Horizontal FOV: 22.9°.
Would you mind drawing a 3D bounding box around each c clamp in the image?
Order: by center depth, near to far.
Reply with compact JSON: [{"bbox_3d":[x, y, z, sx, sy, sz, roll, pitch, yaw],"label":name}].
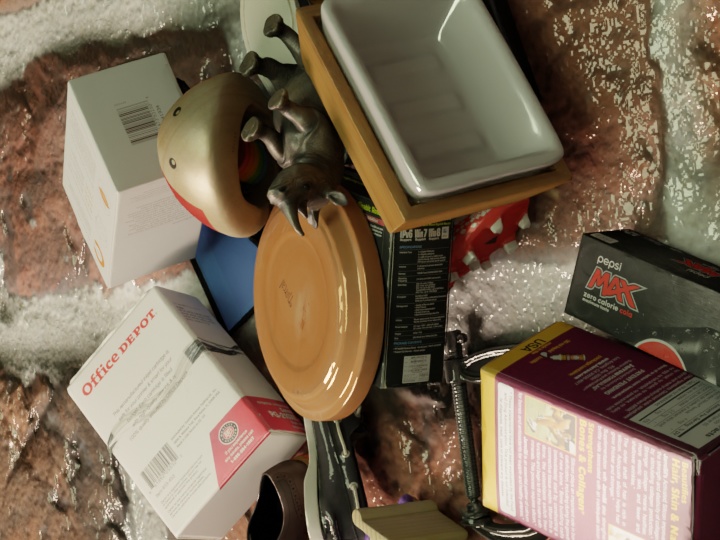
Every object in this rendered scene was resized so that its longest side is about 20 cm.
[{"bbox_3d":[0.109,0.142,1.504,0.170,0.027,0.201,-17,82,39],"label":"c clamp"}]

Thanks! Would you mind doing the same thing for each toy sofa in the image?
[{"bbox_3d":[0.025,0.300,1.545,0.097,0.082,0.201,29,117,55],"label":"toy sofa"}]

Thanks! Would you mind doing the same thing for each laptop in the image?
[{"bbox_3d":[-0.149,-0.055,1.693,0.103,0.200,0.178,-29,70,5],"label":"laptop"}]

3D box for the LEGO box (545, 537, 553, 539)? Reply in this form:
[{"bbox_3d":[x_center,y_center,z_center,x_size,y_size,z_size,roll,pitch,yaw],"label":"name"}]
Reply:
[{"bbox_3d":[0.158,0.314,1.429,0.200,0.077,0.149,-46,62,38],"label":"LEGO box"}]

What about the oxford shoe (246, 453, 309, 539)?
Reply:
[{"bbox_3d":[-0.082,0.271,1.679,0.071,0.072,0.201,20,108,43],"label":"oxford shoe"}]

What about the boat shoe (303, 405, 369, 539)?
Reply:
[{"bbox_3d":[-0.021,0.151,1.613,0.060,0.074,0.201,-6,69,6],"label":"boat shoe"}]

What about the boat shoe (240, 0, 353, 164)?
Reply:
[{"bbox_3d":[-0.045,-0.182,1.545,0.075,0.062,0.201,-40,66,41],"label":"boat shoe"}]

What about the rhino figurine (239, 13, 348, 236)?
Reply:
[{"bbox_3d":[-0.047,-0.108,1.423,0.060,0.087,0.201,-34,43,33],"label":"rhino figurine"}]

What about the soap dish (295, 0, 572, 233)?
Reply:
[{"bbox_3d":[0.052,-0.128,1.388,0.201,0.157,0.081,64,149,20],"label":"soap dish"}]

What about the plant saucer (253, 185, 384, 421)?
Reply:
[{"bbox_3d":[-0.042,0.025,1.474,0.200,0.032,0.202,6,97,61],"label":"plant saucer"}]

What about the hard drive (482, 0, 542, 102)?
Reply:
[{"bbox_3d":[0.065,-0.149,1.506,0.200,0.042,0.136,-32,72,43],"label":"hard drive"}]

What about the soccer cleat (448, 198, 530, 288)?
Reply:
[{"bbox_3d":[0.067,-0.023,1.501,0.200,0.068,0.085,-48,65,43],"label":"soccer cleat"}]

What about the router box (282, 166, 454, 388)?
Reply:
[{"bbox_3d":[0.000,0.000,1.493,0.200,0.062,0.151,24,115,58],"label":"router box"}]

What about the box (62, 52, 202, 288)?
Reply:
[{"bbox_3d":[-0.212,-0.091,1.671,0.125,0.097,0.200,64,160,19],"label":"box"}]

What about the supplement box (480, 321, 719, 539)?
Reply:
[{"bbox_3d":[0.195,0.138,1.328,0.199,0.103,0.132,23,126,39],"label":"supplement box"}]

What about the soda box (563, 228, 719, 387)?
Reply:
[{"bbox_3d":[0.249,0.033,1.318,0.200,0.063,0.071,27,113,42],"label":"soda box"}]

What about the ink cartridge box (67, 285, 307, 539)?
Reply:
[{"bbox_3d":[-0.167,0.136,1.707,0.145,0.084,0.200,-49,63,13],"label":"ink cartridge box"}]

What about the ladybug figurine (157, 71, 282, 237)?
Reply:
[{"bbox_3d":[-0.119,-0.097,1.503,0.072,0.200,0.137,2,81,13],"label":"ladybug figurine"}]

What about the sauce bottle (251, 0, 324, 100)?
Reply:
[{"bbox_3d":[-0.065,-0.224,1.620,0.066,0.066,0.201,46,125,33],"label":"sauce bottle"}]
